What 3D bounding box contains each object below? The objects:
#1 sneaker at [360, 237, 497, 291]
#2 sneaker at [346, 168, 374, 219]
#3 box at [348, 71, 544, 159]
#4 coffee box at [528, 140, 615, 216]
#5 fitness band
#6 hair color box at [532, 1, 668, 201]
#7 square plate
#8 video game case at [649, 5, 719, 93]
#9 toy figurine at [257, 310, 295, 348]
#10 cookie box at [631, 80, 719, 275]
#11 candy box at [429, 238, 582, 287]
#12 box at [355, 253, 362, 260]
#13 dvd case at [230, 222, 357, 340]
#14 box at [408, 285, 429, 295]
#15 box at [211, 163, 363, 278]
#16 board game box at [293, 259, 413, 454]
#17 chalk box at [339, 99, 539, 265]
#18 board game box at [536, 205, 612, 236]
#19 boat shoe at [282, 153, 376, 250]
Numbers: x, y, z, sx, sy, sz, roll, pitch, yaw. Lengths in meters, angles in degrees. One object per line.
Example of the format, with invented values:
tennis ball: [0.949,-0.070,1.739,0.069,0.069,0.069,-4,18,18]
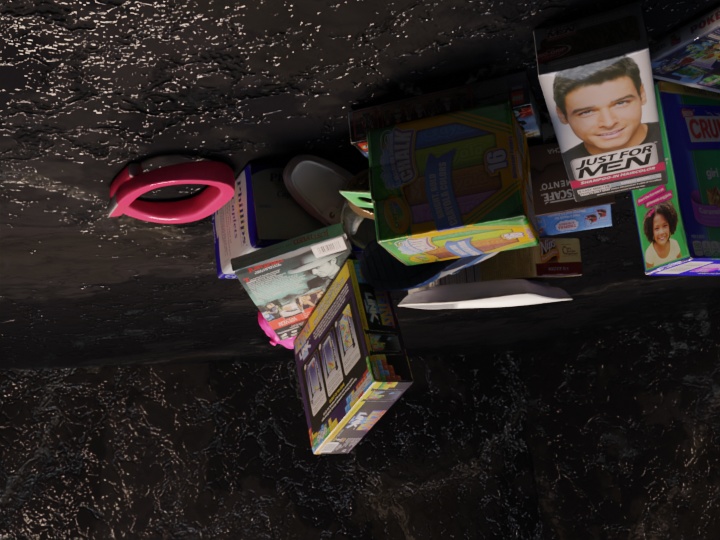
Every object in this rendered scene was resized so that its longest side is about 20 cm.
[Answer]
sneaker: [0.096,-0.026,1.003,0.197,0.075,0.082,-19,171,15]
sneaker: [0.071,-0.084,1.034,0.196,0.068,0.090,-7,166,-17]
box: [0.099,-0.160,0.953,0.196,0.041,0.137,-9,169,16]
coffee box: [0.241,-0.111,1.042,0.111,0.082,0.200,-8,-178,11]
fitness band: [-0.242,-0.100,1.088,0.141,0.038,0.199,-1,168,-32]
hair color box: [0.239,-0.156,0.833,0.097,0.062,0.201,-10,145,20]
square plate: [0.181,0.035,1.214,0.197,0.029,0.197,-6,174,30]
video game case: [0.400,-0.226,0.837,0.197,0.023,0.181,1,166,-33]
toy figurine: [-0.101,0.034,1.403,0.196,0.188,0.150,-4,168,-9]
cookie box: [0.391,-0.102,0.976,0.168,0.204,0.075,0,166,-29]
candy box: [0.205,-0.009,1.232,0.114,0.057,0.198,-1,174,-42]
box: [0.000,0.000,1.146,0.196,0.040,0.041,-2,168,-21]
dvd case: [-0.066,0.020,1.082,0.143,0.022,0.201,-18,150,4]
box: [0.183,-0.012,1.508,0.196,0.111,0.128,-5,168,-5]
box: [-0.091,-0.061,1.164,0.180,0.107,0.200,-1,166,-24]
board game box: [-0.016,0.112,1.067,0.056,0.168,0.201,5,145,-26]
chalk box: [0.078,-0.082,0.902,0.196,0.126,0.124,-10,167,18]
board game box: [0.248,-0.086,1.218,0.196,0.037,0.152,-9,-162,11]
boat shoe: [-0.006,-0.072,1.044,0.199,0.071,0.069,35,-177,-15]
